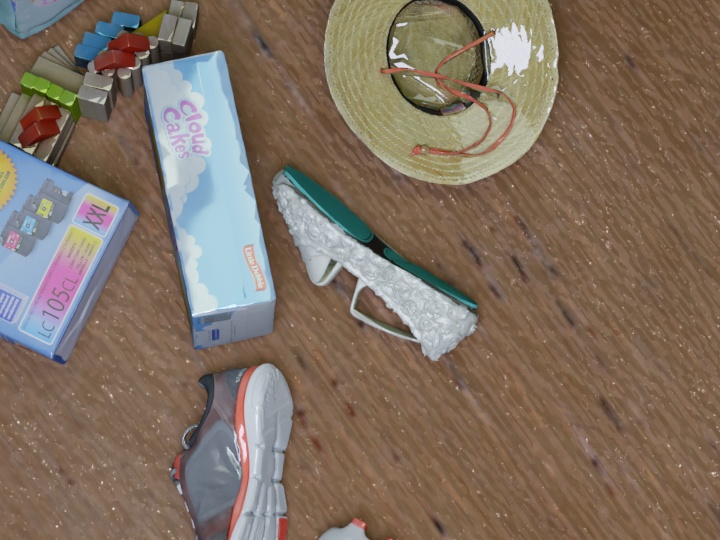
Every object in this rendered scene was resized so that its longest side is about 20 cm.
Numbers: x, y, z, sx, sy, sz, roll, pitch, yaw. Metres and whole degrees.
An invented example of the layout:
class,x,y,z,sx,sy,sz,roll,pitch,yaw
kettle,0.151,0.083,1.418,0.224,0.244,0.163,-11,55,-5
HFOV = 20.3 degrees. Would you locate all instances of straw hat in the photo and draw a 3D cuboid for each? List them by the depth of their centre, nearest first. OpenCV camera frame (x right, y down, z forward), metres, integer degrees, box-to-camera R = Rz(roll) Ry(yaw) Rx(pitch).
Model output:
class,x,y,z,sx,sy,sz,roll,pitch,yaw
straw hat,0.057,-0.172,1.603,0.200,0.085,0.202,-2,101,-10

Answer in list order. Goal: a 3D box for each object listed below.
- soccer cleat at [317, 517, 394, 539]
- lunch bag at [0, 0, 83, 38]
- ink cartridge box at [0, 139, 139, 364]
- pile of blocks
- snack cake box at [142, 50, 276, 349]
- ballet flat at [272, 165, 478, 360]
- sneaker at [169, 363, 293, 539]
class,x,y,z,sx,sy,sz,roll,pitch,yaw
soccer cleat,0.049,0.261,1.505,0.199,0.069,0.078,29,81,12
lunch bag,-0.246,-0.300,1.574,0.121,0.170,0.201,14,71,2
ink cartridge box,-0.290,-0.031,1.548,0.199,0.076,0.137,25,82,5
pile of blocks,-0.213,-0.163,1.598,0.200,0.062,0.082,-41,81,-12
snack cake box,-0.117,-0.052,1.547,0.067,0.115,0.201,-11,76,-6
ballet flat,0.000,0.000,1.569,0.200,0.072,0.072,37,77,6
sneaker,-0.104,0.170,1.527,0.081,0.077,0.201,1,73,25
